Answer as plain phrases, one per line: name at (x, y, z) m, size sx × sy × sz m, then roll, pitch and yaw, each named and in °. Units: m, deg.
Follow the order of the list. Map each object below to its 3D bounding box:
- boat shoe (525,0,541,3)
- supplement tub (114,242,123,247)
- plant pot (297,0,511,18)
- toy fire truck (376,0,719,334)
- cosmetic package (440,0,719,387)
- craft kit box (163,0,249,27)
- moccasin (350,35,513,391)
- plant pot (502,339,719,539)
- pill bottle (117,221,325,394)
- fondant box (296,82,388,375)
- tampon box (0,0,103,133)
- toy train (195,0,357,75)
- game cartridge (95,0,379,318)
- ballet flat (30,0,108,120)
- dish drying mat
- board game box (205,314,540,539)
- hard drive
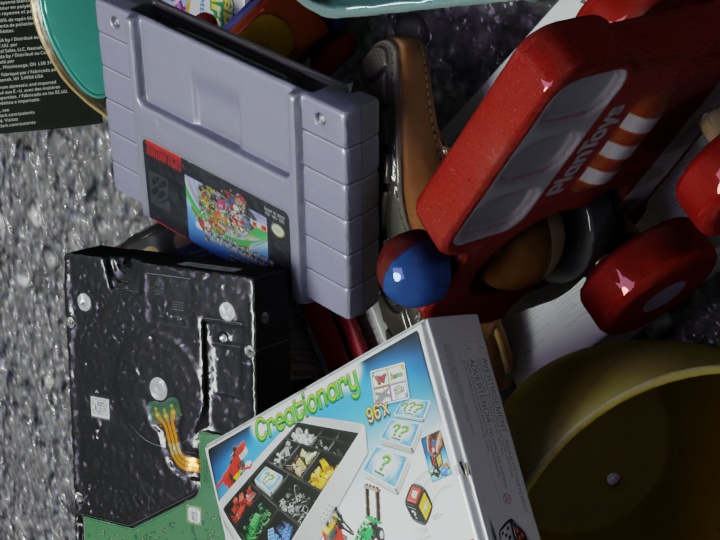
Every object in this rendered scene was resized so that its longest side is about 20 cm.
boat shoe at (0.035, -0.201, 0.869) m, size 0.199 × 0.073 × 0.062 m, roll 30°, pitch 122°, yaw 37°
supplement tub at (-0.133, 0.036, 1.152) m, size 0.199 × 0.106 × 0.108 m, roll 17°, pitch 116°, yaw 50°
plant pot at (0.029, -0.253, 0.730) m, size 0.195 × 0.196 × 0.202 m, roll -1°, pitch 74°, yaw 29°
toy fire truck at (0.088, -0.042, 0.692) m, size 0.113 × 0.167 × 0.200 m, roll 59°, pitch 140°, yaw 21°
cosmetic package at (0.118, -0.044, 0.834) m, size 0.151 × 0.051 × 0.200 m, roll 62°, pitch 142°, yaw 14°
craft kit box at (-0.118, -0.245, 1.081) m, size 0.197 × 0.048 × 0.201 m, roll 27°, pitch 123°, yaw 42°
moccasin at (0.043, -0.026, 0.848) m, size 0.074 × 0.077 × 0.203 m, roll -176°, pitch 70°, yaw -69°
plant pot at (0.134, 0.115, 0.783) m, size 0.142 × 0.198 × 0.202 m, roll -129°, pitch 35°, yaw -67°
pill bottle at (-0.078, 0.070, 0.970) m, size 0.112 × 0.111 × 0.201 m, roll -49°, pitch 57°, yaw 49°
fondant box at (0.000, 0.000, 0.961) m, size 0.201 × 0.058 × 0.144 m, roll 70°, pitch 161°, yaw 1°
tampon box at (-0.274, -0.217, 1.194) m, size 0.150 × 0.125 × 0.202 m, roll -136°, pitch 41°, yaw -63°
toy train at (-0.052, -0.137, 0.943) m, size 0.085 × 0.116 × 0.200 m, roll 46°, pitch 130°, yaw -10°
game cartridge at (-0.070, -0.064, 0.865) m, size 0.199 × 0.038 × 0.130 m, roll 28°, pitch 129°, yaw 36°
ballet flat at (-0.162, -0.130, 1.108) m, size 0.200 × 0.068 × 0.063 m, roll 54°, pitch 176°, yaw -18°
dish drying mat at (0.007, 0.092, 0.921) m, size 0.201 × 0.018 × 0.077 m, roll 68°, pitch 165°, yaw -1°
board game box at (0.000, 0.113, 0.736) m, size 0.200 × 0.034 × 0.127 m, roll -32°, pitch 67°, yaw 50°
hard drive at (-0.101, 0.092, 0.889) m, size 0.139 × 0.038 × 0.202 m, roll 6°, pitch 102°, yaw 34°
